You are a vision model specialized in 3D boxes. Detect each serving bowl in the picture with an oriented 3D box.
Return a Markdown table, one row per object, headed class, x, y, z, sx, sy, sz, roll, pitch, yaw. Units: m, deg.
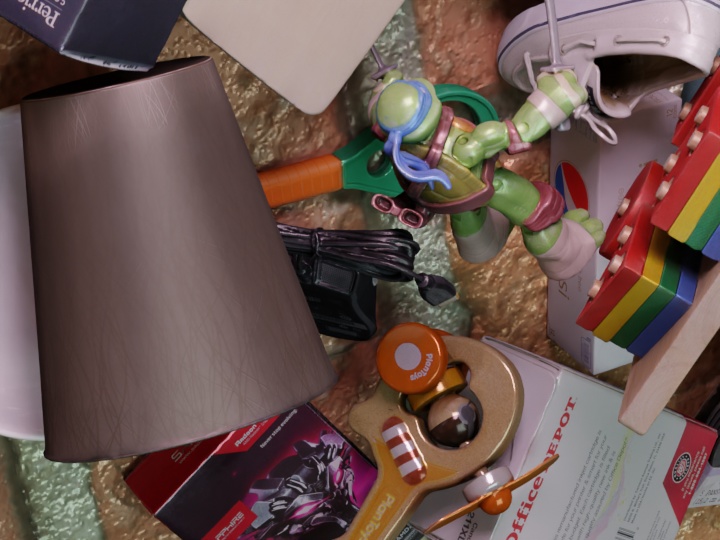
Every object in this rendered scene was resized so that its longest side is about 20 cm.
| class | x | y | z | sx | sy | sz | roll | pitch | yaw |
| --- | --- | --- | --- | --- | --- | --- | --- | --- | --- |
| serving bowl | -0.197 | -0.002 | 1.441 | 0.199 | 0.066 | 0.201 | -5 | 98 | -35 |

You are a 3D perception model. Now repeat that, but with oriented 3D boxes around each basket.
| class | x | y | z | sx | sy | sz | roll | pitch | yaw |
| --- | --- | --- | --- | --- | --- | --- | --- | --- | --- |
| basket | -0.116 | -0.013 | 1.379 | 0.180 | 0.136 | 0.201 | -16 | 101 | -24 |

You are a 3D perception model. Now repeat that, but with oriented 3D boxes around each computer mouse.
| class | x | y | z | sx | sy | sz | roll | pitch | yaw |
| --- | --- | --- | --- | --- | --- | --- | --- | --- | --- |
| computer mouse | 0.000 | 0.000 | 1.517 | 0.200 | 0.140 | 0.046 | 57 | 46 | -67 |

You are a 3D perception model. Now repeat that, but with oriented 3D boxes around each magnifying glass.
| class | x | y | z | sx | sy | sz | roll | pitch | yaw |
| --- | --- | --- | --- | --- | --- | --- | --- | --- | --- |
| magnifying glass | 0.002 | -0.070 | 1.575 | 0.199 | 0.022 | 0.080 | -17 | 123 | -26 |

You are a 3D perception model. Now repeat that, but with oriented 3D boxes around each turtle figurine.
| class | x | y | z | sx | sy | sz | roll | pitch | yaw |
| --- | --- | --- | --- | --- | --- | --- | --- | --- | --- |
| turtle figurine | 0.079 | -0.094 | 1.483 | 0.143 | 0.201 | 0.194 | -18 | 141 | 16 |

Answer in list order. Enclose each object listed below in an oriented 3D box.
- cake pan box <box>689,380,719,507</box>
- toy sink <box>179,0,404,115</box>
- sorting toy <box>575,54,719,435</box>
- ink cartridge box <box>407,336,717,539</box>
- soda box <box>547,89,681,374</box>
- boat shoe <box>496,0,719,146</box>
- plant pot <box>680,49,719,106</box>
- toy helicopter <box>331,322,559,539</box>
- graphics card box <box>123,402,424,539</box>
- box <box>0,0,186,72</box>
| class | x | y | z | sx | sy | sz | roll | pitch | yaw |
| --- | --- | --- | --- | --- | --- | --- | --- | --- | --- |
| cake pan box | 0.344 | 0.099 | 1.815 | 0.199 | 0.052 | 0.185 | -1 | 138 | -31 |
| toy sink | -0.035 | -0.215 | 1.413 | 0.130 | 0.112 | 0.200 | 36 | 89 | -39 |
| sorting toy | 0.202 | -0.035 | 1.472 | 0.069 | 0.200 | 0.199 | 29 | 120 | -2 |
| ink cartridge box | 0.144 | 0.145 | 1.706 | 0.200 | 0.083 | 0.146 | 23 | 90 | -46 |
| soda box | 0.174 | -0.033 | 1.672 | 0.068 | 0.064 | 0.201 | -16 | 123 | -24 |
| boat shoe | 0.152 | -0.121 | 1.518 | 0.074 | 0.202 | 0.087 | 25 | 69 | -33 |
| plant pot | 0.297 | -0.104 | 1.663 | 0.199 | 0.135 | 0.201 | -15 | 122 | -25 |
| toy helicopter | 0.040 | 0.139 | 1.593 | 0.201 | 0.132 | 0.079 | -58 | 165 | 3 |
| graphics card box | -0.052 | 0.158 | 1.643 | 0.125 | 0.051 | 0.200 | -46 | 131 | -3 |
| box | -0.146 | -0.229 | 1.295 | 0.201 | 0.148 | 0.104 | -63 | 159 | 10 |
